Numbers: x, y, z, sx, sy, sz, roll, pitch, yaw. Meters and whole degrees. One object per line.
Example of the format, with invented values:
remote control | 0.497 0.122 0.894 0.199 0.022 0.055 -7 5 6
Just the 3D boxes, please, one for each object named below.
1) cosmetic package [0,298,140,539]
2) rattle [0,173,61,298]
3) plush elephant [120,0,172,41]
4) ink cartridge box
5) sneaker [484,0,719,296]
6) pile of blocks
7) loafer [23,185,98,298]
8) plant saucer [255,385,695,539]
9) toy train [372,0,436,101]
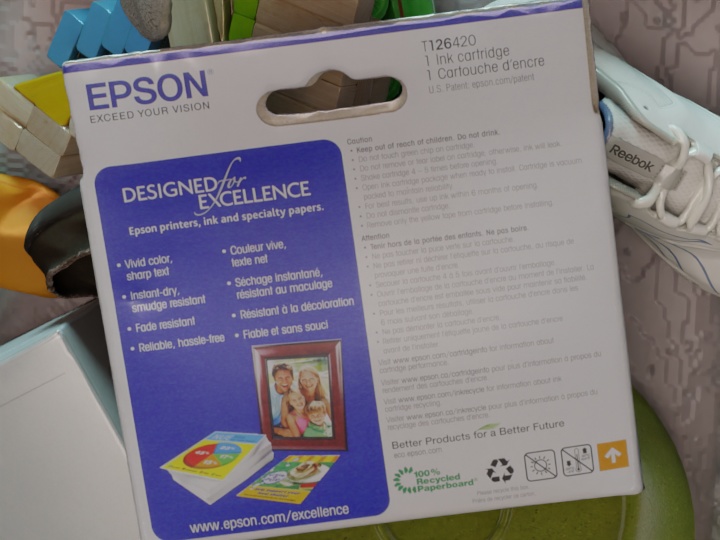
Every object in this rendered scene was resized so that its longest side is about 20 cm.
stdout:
cosmetic package | -0.110 0.122 1.223 0.107 0.090 0.200 -29 97 15
rattle | -0.206 0.000 1.159 0.130 0.200 0.143 -44 91 13
plush elephant | -0.025 -0.166 1.054 0.200 0.165 0.155 16 59 11
ink cartridge box | 0.000 0.000 1.108 0.197 0.047 0.200 -7 107 3
sneaker | 0.121 -0.037 1.160 0.200 0.087 0.075 29 101 2
pile of blocks | -0.062 -0.086 1.177 0.200 0.062 0.082 -5 94 36
loafer | -0.038 0.001 1.170 0.200 0.073 0.072 -1 75 8
plant saucer | 0.033 0.099 1.165 0.200 0.031 0.200 -3 61 5
toy train | 0.004 -0.132 1.179 0.042 0.056 0.200 8 111 53
